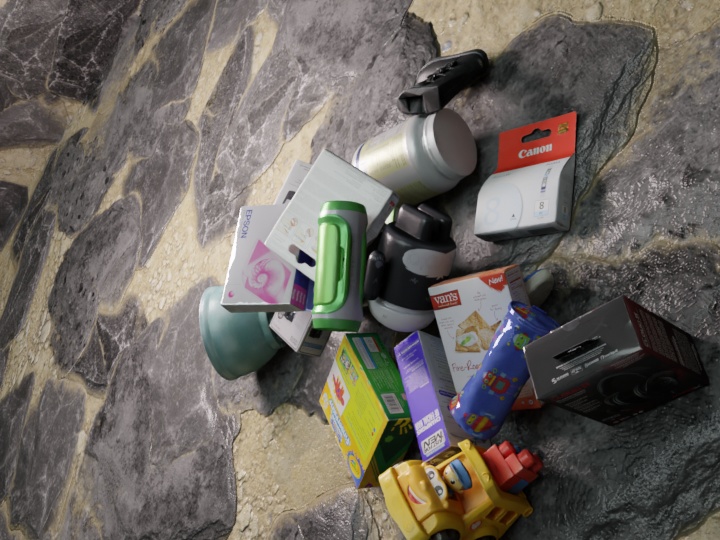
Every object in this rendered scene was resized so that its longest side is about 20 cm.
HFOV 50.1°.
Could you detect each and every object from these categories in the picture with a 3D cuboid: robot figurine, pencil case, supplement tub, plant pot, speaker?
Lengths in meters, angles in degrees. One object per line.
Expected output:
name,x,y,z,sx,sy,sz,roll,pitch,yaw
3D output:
robot figurine,0.080,-0.003,1.225,0.125,0.148,0.203,-92,14,-69
pencil case,0.194,0.135,1.050,0.077,0.087,0.202,30,116,9
supplement tub,0.096,-0.196,1.391,0.199,0.144,0.147,-20,59,42
plant pot,-0.232,0.117,1.615,0.132,0.201,0.203,-14,59,14
speaker,-0.032,-0.005,1.236,0.088,0.088,0.203,-5,78,48

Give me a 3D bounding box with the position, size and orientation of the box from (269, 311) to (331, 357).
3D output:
box,-0.082,0.043,1.425,0.116,0.060,0.202,32,101,49

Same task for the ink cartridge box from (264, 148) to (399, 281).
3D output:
ink cartridge box,-0.049,-0.085,1.330,0.161,0.050,0.201,34,94,23

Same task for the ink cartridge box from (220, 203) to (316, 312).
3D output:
ink cartridge box,-0.139,-0.025,1.362,0.197,0.043,0.199,-3,65,24

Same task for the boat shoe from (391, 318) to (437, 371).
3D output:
boat shoe,0.096,0.081,1.337,0.068,0.071,0.203,-168,90,-84

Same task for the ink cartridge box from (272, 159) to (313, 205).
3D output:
ink cartridge box,-0.120,-0.087,1.499,0.082,0.145,0.202,22,76,16

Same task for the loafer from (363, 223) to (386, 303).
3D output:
loafer,0.000,0.000,1.335,0.069,0.075,0.203,18,86,54

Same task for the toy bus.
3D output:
toy bus,0.152,0.301,1.067,0.192,0.199,0.136,-44,47,16

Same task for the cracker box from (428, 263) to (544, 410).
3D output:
cracker box,0.191,0.104,1.133,0.133,0.057,0.203,-14,92,38

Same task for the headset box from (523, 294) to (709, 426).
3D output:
headset box,0.312,0.115,0.956,0.148,0.199,0.078,-34,50,33

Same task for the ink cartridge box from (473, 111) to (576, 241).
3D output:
ink cartridge box,0.268,-0.155,1.251,0.159,0.047,0.203,-8,69,48

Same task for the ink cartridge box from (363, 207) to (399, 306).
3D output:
ink cartridge box,0.015,-0.017,1.452,0.199,0.083,0.148,-15,61,45

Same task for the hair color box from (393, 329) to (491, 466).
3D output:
hair color box,0.128,0.203,1.201,0.065,0.109,0.202,-40,46,29

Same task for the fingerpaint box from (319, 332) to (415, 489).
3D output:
fingerpaint box,0.014,0.235,1.312,0.201,0.072,0.168,59,138,45

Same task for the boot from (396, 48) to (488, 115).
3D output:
boot,0.125,-0.327,1.395,0.164,0.066,0.200,-16,24,44

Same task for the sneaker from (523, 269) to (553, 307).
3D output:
sneaker,0.204,0.042,1.206,0.200,0.076,0.112,-51,55,30
